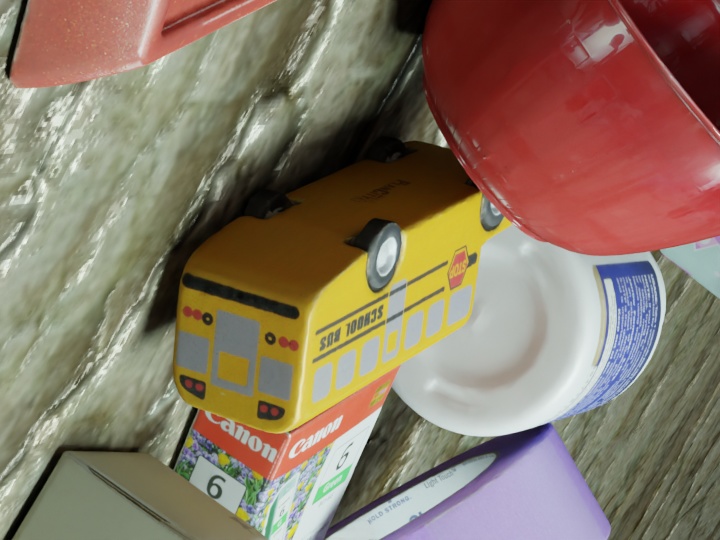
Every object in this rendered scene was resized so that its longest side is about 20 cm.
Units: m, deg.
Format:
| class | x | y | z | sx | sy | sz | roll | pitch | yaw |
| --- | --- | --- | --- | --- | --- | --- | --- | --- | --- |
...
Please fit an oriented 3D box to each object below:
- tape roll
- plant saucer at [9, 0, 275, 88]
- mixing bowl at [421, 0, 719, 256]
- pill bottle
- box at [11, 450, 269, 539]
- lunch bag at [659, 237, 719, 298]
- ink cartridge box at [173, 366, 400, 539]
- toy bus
| class | x | y | z | sx | sy | sz | roll | pitch | yaw |
| --- | --- | --- | --- | --- | --- | --- | --- | --- | --- |
| tape roll | 0.029 | 0.156 | 1.279 | 0.200 | 0.066 | 0.200 | -30 | -179 | 0 |
| plant saucer | -0.021 | -0.161 | 0.807 | 0.200 | 0.037 | 0.200 | -34 | 152 | -51 |
| mixing bowl | 0.097 | -0.082 | 1.062 | 0.108 | 0.200 | 0.200 | -35 | 170 | 20 |
| pill bottle | 0.093 | 0.020 | 1.283 | 0.120 | 0.120 | 0.200 | -61 | 162 | 12 |
| box | -0.128 | 0.180 | 1.035 | 0.200 | 0.078 | 0.095 | -59 | 163 | 4 |
| lunch bag | 0.237 | -0.071 | 1.349 | 0.160 | 0.077 | 0.200 | -55 | 168 | 31 |
| ink cartridge box | -0.035 | 0.074 | 1.149 | 0.109 | 0.050 | 0.200 | -29 | 148 | -56 |
| toy bus | 0.000 | 0.000 | 1.059 | 0.200 | 0.065 | 0.078 | -28 | 128 | -57 |
